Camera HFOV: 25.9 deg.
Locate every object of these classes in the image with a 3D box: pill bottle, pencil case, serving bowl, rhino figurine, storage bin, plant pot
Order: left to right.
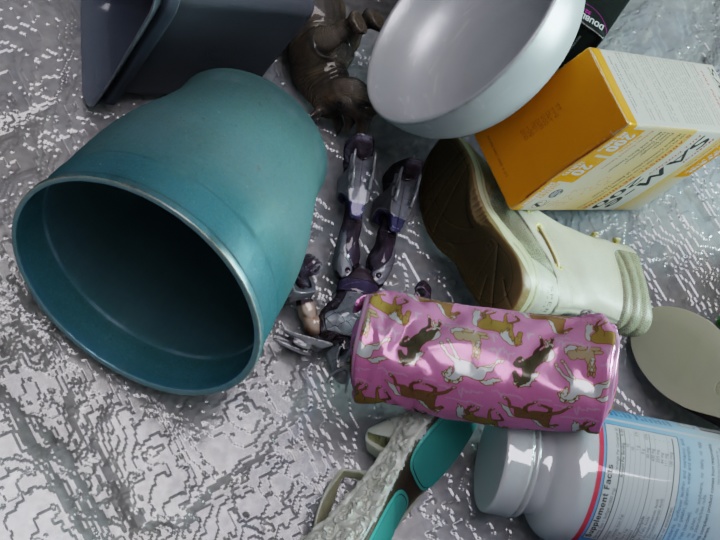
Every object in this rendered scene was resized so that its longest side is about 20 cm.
[{"bbox_3d":[-0.128,-0.216,1.220,0.134,0.200,0.146,5,67,-26],"label":"storage bin"},{"bbox_3d":[-0.121,-0.043,1.155,0.200,0.200,0.188,34,49,-1],"label":"plant pot"},{"bbox_3d":[-0.027,-0.190,1.294,0.060,0.087,0.200,9,61,-55],"label":"rhino figurine"},{"bbox_3d":[0.088,0.066,1.146,0.200,0.083,0.087,6,35,6],"label":"pencil case"},{"bbox_3d":[0.098,-0.179,1.203,0.066,0.200,0.200,37,60,-33],"label":"serving bowl"},{"bbox_3d":[0.194,0.162,1.196,0.200,0.109,0.109,12,66,-10],"label":"pill bottle"}]

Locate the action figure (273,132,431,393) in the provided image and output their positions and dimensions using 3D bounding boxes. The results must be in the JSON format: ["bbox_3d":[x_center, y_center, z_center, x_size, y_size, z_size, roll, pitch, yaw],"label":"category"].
[{"bbox_3d":[0.000,0.000,1.230,0.130,0.069,0.200,16,69,-20],"label":"action figure"}]

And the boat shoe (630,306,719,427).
[{"bbox_3d":[0.302,0.094,1.250,0.200,0.063,0.071,33,98,39],"label":"boat shoe"}]

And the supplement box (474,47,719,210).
[{"bbox_3d":[0.204,-0.108,1.250,0.200,0.126,0.074,-3,63,-50],"label":"supplement box"}]

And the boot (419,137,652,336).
[{"bbox_3d":[0.142,-0.026,1.273,0.155,0.072,0.200,11,35,-32],"label":"boot"}]

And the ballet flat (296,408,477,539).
[{"bbox_3d":[0.017,0.153,1.178,0.072,0.072,0.200,38,63,1],"label":"ballet flat"}]

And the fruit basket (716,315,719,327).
[{"bbox_3d":[0.429,0.041,1.282,0.215,0.156,0.216,0,77,-2],"label":"fruit basket"}]

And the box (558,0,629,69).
[{"bbox_3d":[0.137,-0.275,1.346,0.200,0.124,0.149,35,64,-1],"label":"box"}]
